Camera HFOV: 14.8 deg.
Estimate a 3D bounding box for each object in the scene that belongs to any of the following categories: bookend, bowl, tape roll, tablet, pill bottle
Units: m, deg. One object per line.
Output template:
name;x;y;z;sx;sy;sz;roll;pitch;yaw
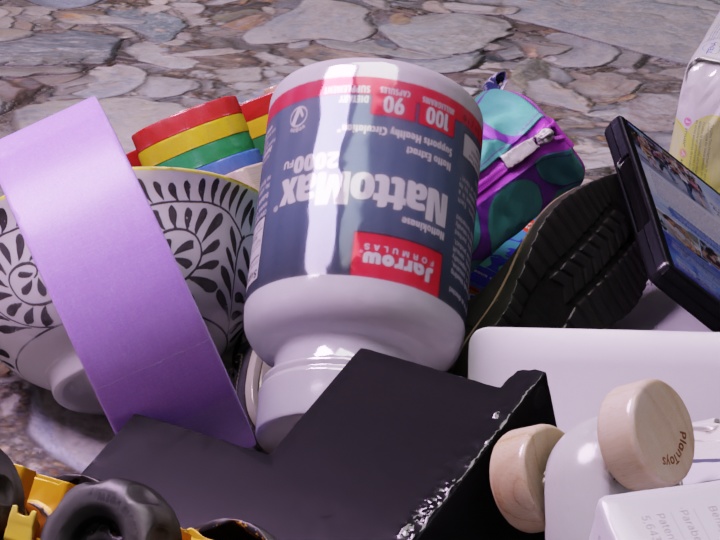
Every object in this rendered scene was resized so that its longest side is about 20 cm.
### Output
bookend;-0.036;0.121;1.343;0.199;0.092;0.199;15;47;31
bowl;-0.140;0.025;1.616;0.200;0.095;0.201;-8;-22;-3
tape roll;-0.124;0.013;1.442;0.065;0.201;0.200;-24;26;-5
tablet;0.155;0.096;1.451;0.199;0.131;0.014;1;2;1
pill bottle;0.000;0.000;1.478;0.119;0.120;0.201;3;66;6

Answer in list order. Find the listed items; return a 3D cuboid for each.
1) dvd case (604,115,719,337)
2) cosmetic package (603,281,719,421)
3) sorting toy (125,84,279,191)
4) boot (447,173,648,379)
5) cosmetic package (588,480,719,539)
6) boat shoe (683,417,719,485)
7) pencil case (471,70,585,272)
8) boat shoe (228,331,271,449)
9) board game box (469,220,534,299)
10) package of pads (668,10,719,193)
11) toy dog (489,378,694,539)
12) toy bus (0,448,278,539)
dvd case;0.203;-0.003;1.549;0.142;0.018;0.200;36;20;-18
cosmetic package;0.181;0.075;1.562;0.112;0.081;0.200;-1;23;1
sorting toy;-0.108;-0.059;1.743;0.198;0.070;0.200;-22;-1;29
boot;0.072;0.028;1.573;0.138;0.078;0.200;-22;19;49
cosmetic package;0.198;0.190;1.113;0.199;0.165;0.165;-7;43;-17
boat shoe;0.166;0.106;1.375;0.070;0.071;0.200;-33;15;-35
pencil case;0.040;-0.027;1.628;0.200;0.085;0.092;-41;2;-29
boat shoe;-0.044;0.059;1.655;0.063;0.073;0.200;-37;14;26
board game box;0.077;-0.015;1.767;0.152;0.045;0.200;26;25;3
package of pads;0.231;-0.059;1.736;0.068;0.201;0.155;11;24;13
toy dog;0.127;0.148;1.268;0.096;0.201;0.132;3;4;-44
toy bus;-0.136;0.179;1.190;0.199;0.193;0.136;11;-11;29
